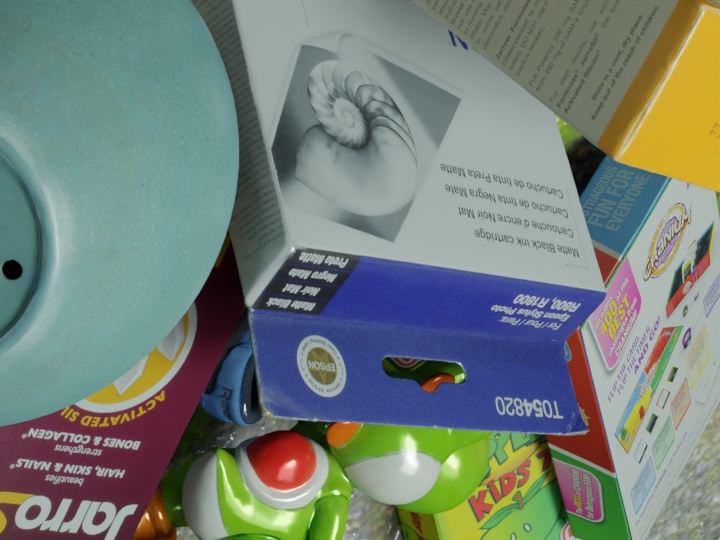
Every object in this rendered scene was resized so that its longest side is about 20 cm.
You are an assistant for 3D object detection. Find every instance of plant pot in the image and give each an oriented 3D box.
[{"bbox_3d":[-0.144,-0.027,0.694,0.199,0.135,0.201,0,106,-2],"label":"plant pot"}]

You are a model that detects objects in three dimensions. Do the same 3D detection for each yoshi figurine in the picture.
[{"bbox_3d":[-0.016,0.108,0.959,0.199,0.112,0.113,-27,98,2],"label":"yoshi figurine"}]

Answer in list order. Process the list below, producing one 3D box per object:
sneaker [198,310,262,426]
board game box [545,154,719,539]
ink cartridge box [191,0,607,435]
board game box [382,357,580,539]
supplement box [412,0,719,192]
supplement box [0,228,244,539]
[{"bbox_3d":[0.000,0.000,0.944,0.200,0.078,0.066,-40,135,-13],"label":"sneaker"},{"bbox_3d":[0.149,0.035,1.074,0.153,0.040,0.200,-55,145,-30],"label":"board game box"},{"bbox_3d":[0.022,-0.031,0.865,0.199,0.201,0.041,7,152,-43],"label":"ink cartridge box"},{"bbox_3d":[0.067,0.096,1.087,0.101,0.048,0.201,-31,134,-19],"label":"board game box"},{"bbox_3d":[0.103,-0.115,0.858,0.126,0.200,0.074,10,115,-44],"label":"supplement box"},{"bbox_3d":[-0.134,0.040,0.852,0.110,0.086,0.201,12,110,-44],"label":"supplement box"}]
